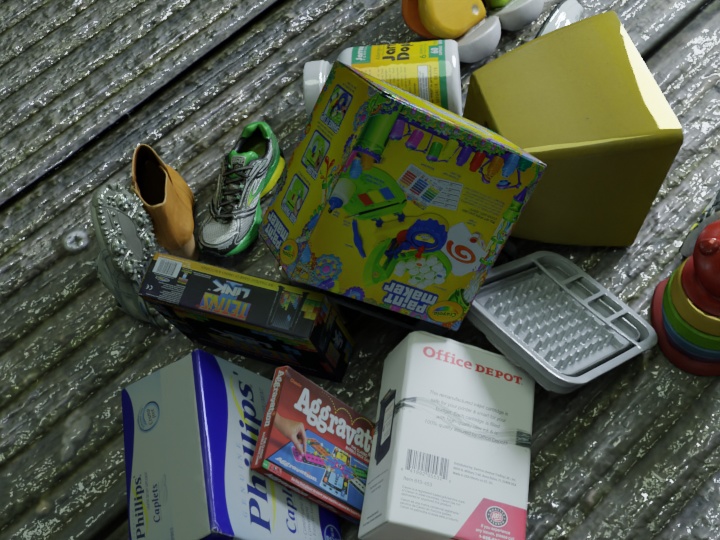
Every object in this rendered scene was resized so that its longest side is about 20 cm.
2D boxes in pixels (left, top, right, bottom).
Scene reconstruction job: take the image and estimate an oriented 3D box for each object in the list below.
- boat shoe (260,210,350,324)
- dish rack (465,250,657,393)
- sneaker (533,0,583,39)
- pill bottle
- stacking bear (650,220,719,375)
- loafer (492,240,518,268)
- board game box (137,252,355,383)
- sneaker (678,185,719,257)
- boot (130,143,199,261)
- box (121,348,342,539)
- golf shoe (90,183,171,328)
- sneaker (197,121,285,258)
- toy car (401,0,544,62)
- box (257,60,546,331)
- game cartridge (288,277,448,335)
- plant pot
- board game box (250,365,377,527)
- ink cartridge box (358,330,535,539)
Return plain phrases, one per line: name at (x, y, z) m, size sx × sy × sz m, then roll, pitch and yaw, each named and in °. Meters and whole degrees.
boat shoe at (-0.068, -0.008, 1.113) m, size 0.065 × 0.072 × 0.200 m, roll -27°, pitch 56°, yaw 2°
dish rack at (0.208, 0.057, 0.996) m, size 0.200 × 0.044 × 0.172 m, roll -16°, pitch 50°, yaw -45°
sneaker at (0.276, -0.272, 1.229) m, size 0.115 × 0.076 × 0.201 m, roll 31°, pitch 63°, yaw 7°
pill bottle at (0.030, -0.239, 1.210) m, size 0.200 × 0.113 × 0.113 m, roll -3°, pitch 58°, yaw 8°
stacking bear at (0.369, 0.019, 0.944) m, size 0.121 × 0.200 × 0.114 m, roll 13°, pitch 63°, yaw 16°
loafer at (0.090, -0.053, 1.102) m, size 0.200 × 0.072 × 0.063 m, roll 33°, pitch 87°, yaw 11°
board game box at (-0.121, 0.055, 1.020) m, size 0.200 × 0.165 × 0.057 m, roll 13°, pitch 70°, yaw 17°
sneaker at (0.409, -0.048, 0.988) m, size 0.085 × 0.200 × 0.075 m, roll 33°, pitch 83°, yaw 14°
boot at (-0.253, -0.110, 1.153) m, size 0.071 × 0.144 × 0.201 m, roll -21°, pitch 52°, yaw -8°
box at (-0.123, 0.203, 0.901) m, size 0.105 × 0.200 × 0.184 m, roll -29°, pitch 54°, yaw 23°
golf shoe at (-0.283, -0.013, 1.075) m, size 0.097 × 0.200 × 0.078 m, roll 5°, pitch 41°, yaw 25°
sneaker at (-0.160, -0.105, 1.175) m, size 0.078 × 0.085 × 0.200 m, roll 9°, pitch 61°, yaw 14°
toy car at (0.143, -0.397, 1.282) m, size 0.200 × 0.175 × 0.150 m, roll -38°, pitch 24°, yaw -14°
box at (0.037, -0.070, 0.911) m, size 0.193 × 0.200 × 0.122 m, roll -63°, pitch 31°, yaw 14°
game cartridge at (0.000, 0.000, 1.032) m, size 0.200 × 0.041 × 0.133 m, roll 21°, pitch 28°, yaw -25°
plant pot at (0.218, -0.148, 1.055) m, size 0.176 × 0.200 × 0.200 m, roll -9°, pitch 57°, yaw -10°
board game box at (-0.023, 0.185, 0.918) m, size 0.019 × 0.200 × 0.103 m, roll -15°, pitch 50°, yaw 37°
ink cartridge box at (0.090, 0.180, 0.931) m, size 0.145 × 0.084 × 0.200 m, roll 18°, pitch 59°, yaw -13°
